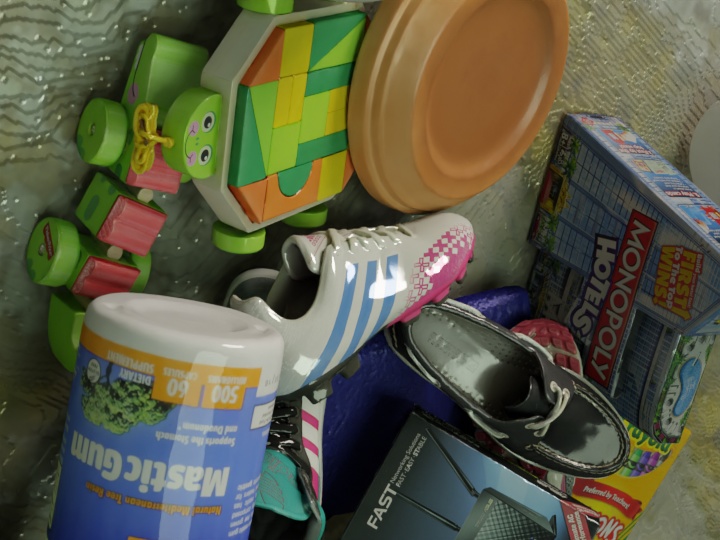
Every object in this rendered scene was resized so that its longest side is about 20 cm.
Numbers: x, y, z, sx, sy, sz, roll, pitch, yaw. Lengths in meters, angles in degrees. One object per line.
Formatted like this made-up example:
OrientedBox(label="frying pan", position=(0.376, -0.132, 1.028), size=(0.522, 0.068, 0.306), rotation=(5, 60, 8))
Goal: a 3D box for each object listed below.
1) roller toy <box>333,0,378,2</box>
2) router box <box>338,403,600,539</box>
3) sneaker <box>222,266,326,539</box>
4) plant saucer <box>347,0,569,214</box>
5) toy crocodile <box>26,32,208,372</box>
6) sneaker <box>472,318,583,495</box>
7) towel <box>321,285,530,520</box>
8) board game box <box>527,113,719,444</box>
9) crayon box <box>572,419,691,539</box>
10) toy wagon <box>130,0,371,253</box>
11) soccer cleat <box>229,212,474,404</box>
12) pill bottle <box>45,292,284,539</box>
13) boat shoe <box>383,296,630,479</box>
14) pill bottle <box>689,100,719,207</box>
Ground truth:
OrientedBox(label="roller toy", position=(-0.012, -0.238, 0.679), size=(0.182, 0.140, 0.201), rotation=(-42, 132, -9))
OrientedBox(label="router box", position=(0.052, 0.216, 0.894), size=(0.201, 0.149, 0.062), rotation=(-61, 175, -1))
OrientedBox(label="sneaker", position=(-0.063, 0.108, 0.822), size=(0.083, 0.121, 0.202), rotation=(-3, 107, 4))
OrientedBox(label="plant saucer", position=(0.073, -0.125, 0.841), size=(0.199, 0.037, 0.202), rotation=(-30, 136, -34))
OrientedBox(label="toy crocodile", position=(-0.135, -0.037, 0.749), size=(0.067, 0.062, 0.202), rotation=(16, 103, -40))
OrientedBox(label="sneaker", position=(0.123, 0.135, 0.967), size=(0.075, 0.080, 0.202), rotation=(-14, 111, -72))
OrientedBox(label="towel", position=(0.035, 0.094, 0.958), size=(0.198, 0.049, 0.149), rotation=(-13, 115, -31))
OrientedBox(label="board game box", position=(0.205, 0.015, 0.933), size=(0.061, 0.200, 0.202), rotation=(-1, 114, -36))
OrientedBox(label="crayon box", position=(0.202, 0.168, 1.113), size=(0.126, 0.051, 0.201), rotation=(25, 97, -41))
OrientedBox(label="toy wagon", position=(-0.054, -0.087, 0.755), size=(0.199, 0.039, 0.157), rotation=(-27, 131, -54))
OrientedBox(label="soccer cleat", position=(0.000, 0.000, 0.812), size=(0.200, 0.069, 0.087), rotation=(-40, 112, -37))
OrientedBox(label="pill bottle", position=(-0.112, 0.122, 0.716), size=(0.111, 0.112, 0.202), rotation=(6, 99, -38))
OrientedBox(label="boat shoe", position=(0.105, 0.079, 0.882), size=(0.199, 0.060, 0.074), rotation=(38, 86, -7))
OrientedBox(label="pill bottle", position=(0.367, -0.093, 1.050), size=(0.198, 0.116, 0.117), rotation=(-4, 116, -34))
